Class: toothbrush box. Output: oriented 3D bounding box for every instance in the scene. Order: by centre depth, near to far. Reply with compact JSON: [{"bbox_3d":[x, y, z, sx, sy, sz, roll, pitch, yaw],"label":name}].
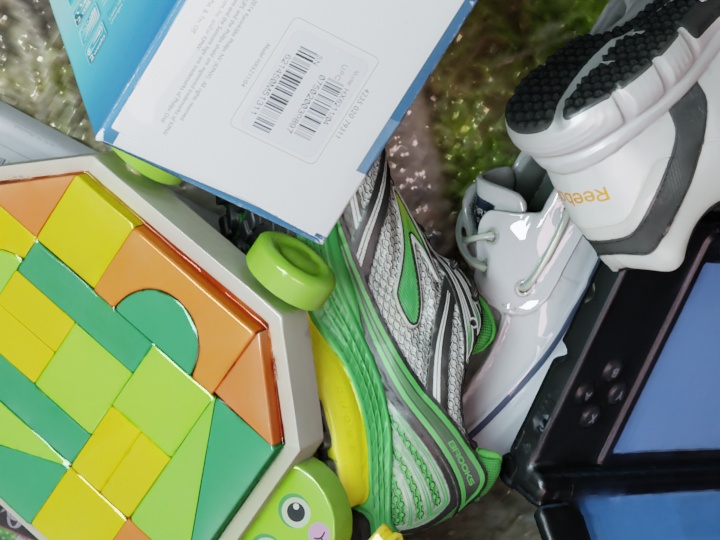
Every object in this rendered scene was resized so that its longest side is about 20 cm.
[{"bbox_3d":[-0.030,-0.125,0.837,0.085,0.200,0.147,25,108,-26],"label":"toothbrush box"}]

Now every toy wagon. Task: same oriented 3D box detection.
[{"bbox_3d":[-0.071,0.048,0.920,0.200,0.040,0.155,40,111,13],"label":"toy wagon"}]

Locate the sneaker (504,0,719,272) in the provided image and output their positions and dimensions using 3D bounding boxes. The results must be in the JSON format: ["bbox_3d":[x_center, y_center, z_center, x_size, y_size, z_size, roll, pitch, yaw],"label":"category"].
[{"bbox_3d":[0.133,-0.073,0.942,0.200,0.074,0.080,-39,113,-28],"label":"sneaker"}]

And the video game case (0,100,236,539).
[{"bbox_3d":[-0.111,0.048,1.011,0.199,0.023,0.183,27,107,-27],"label":"video game case"}]

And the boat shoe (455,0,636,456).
[{"bbox_3d":[0.068,-0.017,1.003,0.067,0.074,0.201,30,94,-23],"label":"boat shoe"}]

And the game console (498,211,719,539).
[{"bbox_3d":[0.162,0.080,1.005,0.199,0.116,0.177,2,119,-47],"label":"game console"}]

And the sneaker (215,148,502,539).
[{"bbox_3d":[0.000,0.000,0.965,0.085,0.078,0.201,-12,95,-23],"label":"sneaker"}]
